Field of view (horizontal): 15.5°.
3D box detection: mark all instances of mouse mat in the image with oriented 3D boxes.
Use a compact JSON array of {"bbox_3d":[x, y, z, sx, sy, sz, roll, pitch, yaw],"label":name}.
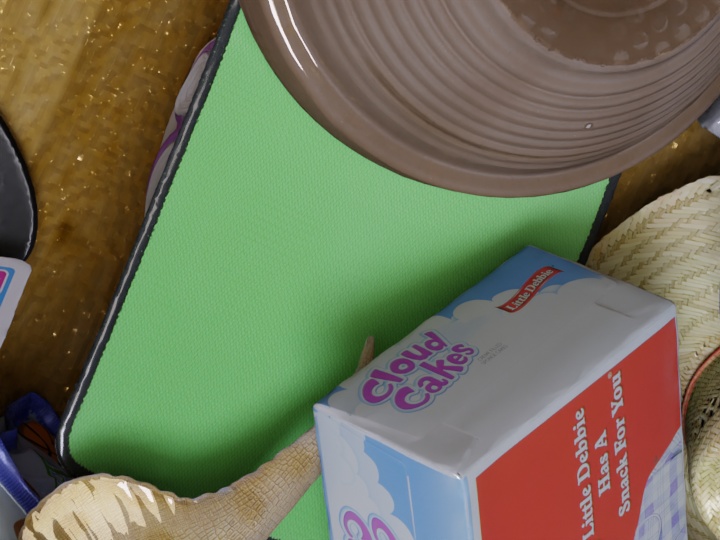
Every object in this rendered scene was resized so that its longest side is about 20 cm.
[{"bbox_3d":[0.000,0.000,0.898,0.161,0.008,0.201,22,89,-24],"label":"mouse mat"}]

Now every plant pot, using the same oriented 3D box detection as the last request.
[{"bbox_3d":[0.064,-0.120,0.849,0.200,0.093,0.202,-3,100,-21],"label":"plant pot"}]

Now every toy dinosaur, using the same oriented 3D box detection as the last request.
[{"bbox_3d":[-0.061,0.107,0.853,0.200,0.058,0.101,-28,97,-5],"label":"toy dinosaur"}]

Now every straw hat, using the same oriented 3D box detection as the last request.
[{"bbox_3d":[0.160,0.063,0.911,0.200,0.085,0.202,4,118,8],"label":"straw hat"}]

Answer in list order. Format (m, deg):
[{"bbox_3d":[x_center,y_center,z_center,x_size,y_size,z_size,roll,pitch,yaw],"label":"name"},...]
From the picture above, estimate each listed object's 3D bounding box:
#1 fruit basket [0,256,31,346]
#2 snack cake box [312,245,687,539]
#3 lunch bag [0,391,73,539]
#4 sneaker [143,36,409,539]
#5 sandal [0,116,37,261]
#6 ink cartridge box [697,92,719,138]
[{"bbox_3d":[-0.219,0.052,0.856,0.184,0.200,0.094,-1,123,13],"label":"fruit basket"},{"bbox_3d":[0.053,0.109,0.897,0.115,0.067,0.201,-33,131,-36],"label":"snack cake box"},{"bbox_3d":[-0.119,0.174,0.943,0.170,0.124,0.200,-41,95,8],"label":"lunch bag"},{"bbox_3d":[-0.020,0.012,0.937,0.099,0.075,0.201,-12,104,-22],"label":"sneaker"},{"bbox_3d":[-0.187,-0.072,0.912,0.075,0.045,0.200,-33,103,8],"label":"sandal"},{"bbox_3d":[0.255,-0.072,0.923,0.200,0.047,0.198,36,101,-13],"label":"ink cartridge box"}]
